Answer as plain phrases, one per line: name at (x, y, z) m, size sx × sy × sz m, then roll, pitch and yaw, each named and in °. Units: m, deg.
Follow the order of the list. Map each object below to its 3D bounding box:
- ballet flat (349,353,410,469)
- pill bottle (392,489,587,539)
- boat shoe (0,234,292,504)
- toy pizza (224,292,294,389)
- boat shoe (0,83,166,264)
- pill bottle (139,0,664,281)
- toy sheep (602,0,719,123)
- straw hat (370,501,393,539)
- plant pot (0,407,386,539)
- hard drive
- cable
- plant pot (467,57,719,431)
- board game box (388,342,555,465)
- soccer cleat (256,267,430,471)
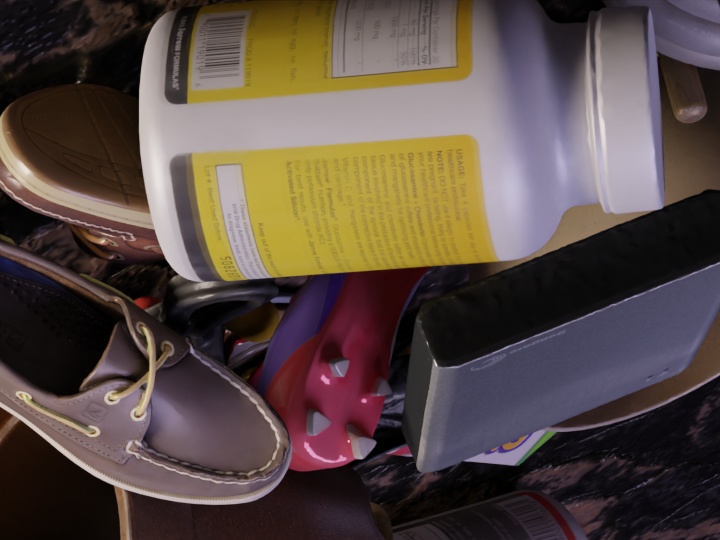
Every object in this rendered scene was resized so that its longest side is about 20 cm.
ballet flat at (0.030, 0.079, 1.480) m, size 0.199 × 0.057 × 0.067 m, roll -20°, pitch 152°, yaw -20°
pill bottle at (0.041, 0.214, 1.720) m, size 0.199 × 0.114 × 0.114 m, roll -13°, pitch 150°, yaw -31°
boat shoe at (-0.117, 0.040, 1.181) m, size 0.072 × 0.200 × 0.060 m, roll -63°, pitch -173°, yaw -19°
toy pizza at (-0.091, 0.082, 1.443) m, size 0.200 × 0.032 × 0.200 m, roll -24°, pitch 154°, yaw -12°
boat shoe at (-0.099, -0.029, 1.196) m, size 0.072 × 0.072 × 0.200 m, roll -42°, pitch 158°, yaw 24°
pill bottle at (0.019, -0.057, 1.094) m, size 0.199 × 0.112 × 0.112 m, roll -4°, pitch 156°, yaw 9°
toy sheep at (0.159, -0.148, 1.173) m, size 0.138 × 0.138 × 0.200 m, roll -20°, pitch 161°, yaw -20°
straw hat at (-0.079, 0.174, 1.497) m, size 0.085 × 0.201 × 0.201 m, roll 41°, pitch 113°, yaw -19°
plant pot at (-0.106, 0.148, 1.331) m, size 0.198 × 0.201 × 0.200 m, roll 11°, pitch 133°, yaw -46°
hard drive at (0.087, 0.029, 1.177) m, size 0.139 × 0.033 × 0.200 m, roll -21°, pitch 165°, yaw -7°
cable at (-0.084, 0.013, 1.261) m, size 0.097 × 0.051 × 0.200 m, roll -2°, pitch 165°, yaw -4°
plant pot at (0.130, -0.034, 1.345) m, size 0.200 × 0.135 × 0.200 m, roll -24°, pitch 154°, yaw -12°
board game box at (0.074, 0.074, 1.609) m, size 0.096 × 0.030 × 0.200 m, roll -43°, pitch 154°, yaw 25°
soccer cleat at (0.000, 0.000, 1.295) m, size 0.067 × 0.076 × 0.201 m, roll 31°, pitch 74°, yaw -35°
